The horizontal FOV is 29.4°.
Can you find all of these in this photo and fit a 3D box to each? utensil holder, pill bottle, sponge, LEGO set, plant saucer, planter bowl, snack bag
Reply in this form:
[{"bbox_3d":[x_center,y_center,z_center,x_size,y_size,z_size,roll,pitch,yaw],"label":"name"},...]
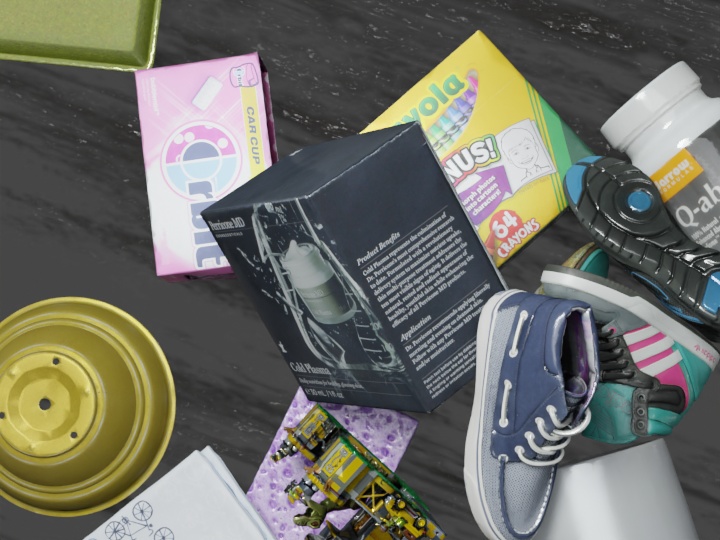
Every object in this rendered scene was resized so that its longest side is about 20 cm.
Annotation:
[{"bbox_3d":[0.206,0.255,1.133,0.170,0.170,0.200,-15,82,1],"label":"utensil holder"},{"bbox_3d":[0.308,-0.076,1.192,0.116,0.116,0.200,-39,83,-2],"label":"pill bottle"},{"bbox_3d":[-0.040,0.199,1.220,0.112,0.030,0.200,26,86,5],"label":"sponge"},{"bbox_3d":[-0.021,0.204,1.118,0.154,0.200,0.116,44,87,-19],"label":"LEGO set"},{"bbox_3d":[-0.276,-0.284,1.278,0.200,0.048,0.200,6,84,3],"label":"plant saucer"},{"bbox_3d":[-0.270,0.119,1.213,0.200,0.083,0.201,0,83,3],"label":"planter bowl"},{"bbox_3d":[-0.146,0.285,1.195,0.189,0.021,0.200,-38,86,12],"label":"snack bag"}]

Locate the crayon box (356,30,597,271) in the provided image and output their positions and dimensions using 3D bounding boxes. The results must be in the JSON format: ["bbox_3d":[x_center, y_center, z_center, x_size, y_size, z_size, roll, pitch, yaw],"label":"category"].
[{"bbox_3d":[0.089,-0.084,1.232,0.200,0.058,0.173,-41,83,-3],"label":"crayon box"}]

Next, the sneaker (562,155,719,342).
[{"bbox_3d":[0.245,-0.014,1.161,0.073,0.082,0.200,-38,68,-11],"label":"sneaker"}]

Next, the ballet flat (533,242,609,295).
[{"bbox_3d":[0.162,0.066,1.213,0.071,0.071,0.200,16,82,4],"label":"ballet flat"}]

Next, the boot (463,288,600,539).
[{"bbox_3d":[0.131,0.116,1.026,0.073,0.090,0.200,-5,95,-31],"label":"boot"}]

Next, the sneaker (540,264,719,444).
[{"bbox_3d":[0.212,0.083,1.165,0.200,0.084,0.121,30,80,-28],"label":"sneaker"}]

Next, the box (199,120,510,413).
[{"bbox_3d":[0.000,0.000,1.117,0.124,0.200,0.197,-35,105,-27],"label":"box"}]

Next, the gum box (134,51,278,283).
[{"bbox_3d":[-0.132,-0.085,1.238,0.113,0.066,0.200,-8,83,3],"label":"gum box"}]
